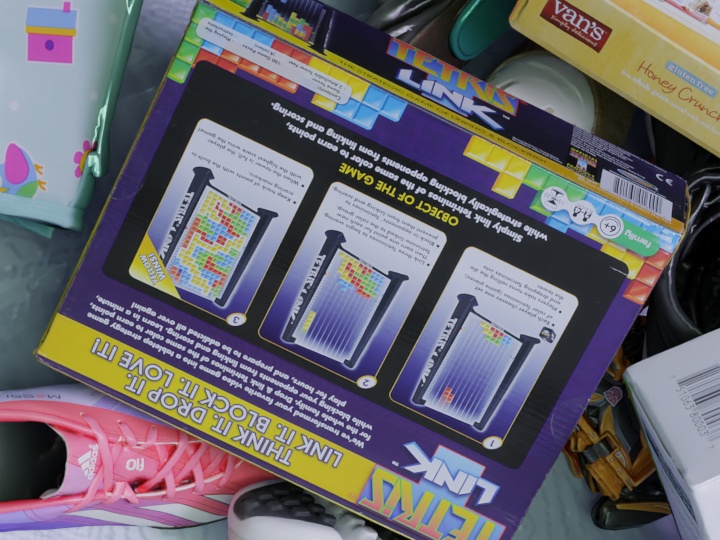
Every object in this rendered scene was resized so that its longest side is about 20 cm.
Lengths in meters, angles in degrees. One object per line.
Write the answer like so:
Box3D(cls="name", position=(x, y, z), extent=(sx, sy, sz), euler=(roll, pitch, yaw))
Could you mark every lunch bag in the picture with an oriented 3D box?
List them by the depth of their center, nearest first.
Box3D(cls="lunch bag", position=(-0.177, -0.115, 1.129), extent=(0.199, 0.122, 0.171), euler=(15, 87, -12))

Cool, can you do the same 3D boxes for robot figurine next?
Box3D(cls="robot figurine", position=(0.139, 0.013, 1.264), extent=(0.200, 0.058, 0.145), euler=(-41, 98, -12))

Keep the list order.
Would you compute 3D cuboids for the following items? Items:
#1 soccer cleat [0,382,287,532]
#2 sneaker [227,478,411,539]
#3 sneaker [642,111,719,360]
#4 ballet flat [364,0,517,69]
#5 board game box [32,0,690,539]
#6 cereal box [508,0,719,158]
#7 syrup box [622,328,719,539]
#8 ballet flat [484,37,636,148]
Box3D(cls="soccer cleat", position=(-0.098, 0.073, 1.185), extent=(0.199, 0.073, 0.069), euler=(-3, 93, -19))
Box3D(cls="sneaker", position=(0.025, 0.146, 1.223), extent=(0.199, 0.075, 0.081), euler=(27, 99, -27))
Box3D(cls="sneaker", position=(0.150, -0.043, 1.190), extent=(0.070, 0.099, 0.201), euler=(6, 76, -2))
Box3D(cls="ballet flat", position=(0.016, -0.094, 1.220), extent=(0.068, 0.068, 0.200), euler=(33, 72, 25))
Box3D(cls="board game box", position=(0.000, 0.000, 1.142), extent=(0.199, 0.057, 0.166), euler=(26, 116, -4))
Box3D(cls="cereal box", position=(0.157, -0.121, 1.197), extent=(0.144, 0.040, 0.200), euler=(32, 42, 3))
Box3D(cls="syrup box", position=(0.172, 0.116, 1.154), extent=(0.081, 0.079, 0.201), euler=(-22, 127, -1))
Box3D(cls="ballet flat", position=(0.047, -0.032, 1.222), extent=(0.068, 0.072, 0.200), euler=(36, 82, 19))
